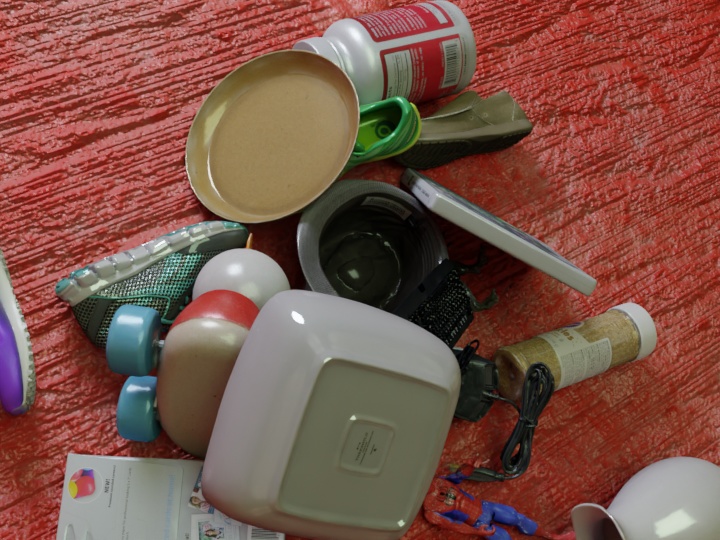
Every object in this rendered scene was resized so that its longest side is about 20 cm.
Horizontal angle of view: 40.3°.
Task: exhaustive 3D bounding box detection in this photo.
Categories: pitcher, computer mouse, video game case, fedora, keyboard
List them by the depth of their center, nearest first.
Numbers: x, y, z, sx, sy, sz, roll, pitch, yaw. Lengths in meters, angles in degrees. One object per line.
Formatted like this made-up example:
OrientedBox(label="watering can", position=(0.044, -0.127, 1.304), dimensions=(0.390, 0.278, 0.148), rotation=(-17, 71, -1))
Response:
OrientedBox(label="keyboard", position=(0.085, 0.058, 0.949), dimensions=(0.200, 0.039, 0.105), rotation=(-41, 114, -61))
OrientedBox(label="fedora", position=(0.000, 0.000, 1.034), dimensions=(0.177, 0.090, 0.200), rotation=(45, 51, -6))
OrientedBox(label="computer mouse", position=(0.098, 0.147, 1.050), dimensions=(0.199, 0.046, 0.141), rotation=(11, 96, -2))
OrientedBox(label="pitcher", position=(0.318, 0.299, 1.064), dimensions=(0.199, 0.121, 0.173), rotation=(-14, 117, -34))
OrientedBox(label="video game case", position=(0.146, -0.047, 1.079), dimensions=(0.199, 0.182, 0.023), rotation=(27, 99, -13))

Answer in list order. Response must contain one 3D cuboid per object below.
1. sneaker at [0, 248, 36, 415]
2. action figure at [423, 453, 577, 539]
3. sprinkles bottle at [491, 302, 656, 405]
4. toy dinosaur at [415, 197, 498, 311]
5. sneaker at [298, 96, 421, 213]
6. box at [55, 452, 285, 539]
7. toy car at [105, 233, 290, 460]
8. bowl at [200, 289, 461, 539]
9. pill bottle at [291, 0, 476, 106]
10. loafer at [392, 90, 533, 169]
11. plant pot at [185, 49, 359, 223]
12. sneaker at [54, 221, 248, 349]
OrientedBox(label="sneaker", position=(-0.357, 0.043, 0.879), dimensions=(0.099, 0.070, 0.201), rotation=(-17, 75, -21))
OrientedBox(label="action figure", position=(0.144, 0.252, 1.008), dimensions=(0.199, 0.099, 0.066), rotation=(27, 63, -10))
OrientedBox(label="sprinkles bottle", position=(0.246, 0.094, 1.123), dimensions=(0.199, 0.068, 0.069), rotation=(-16, 79, -28))
OrientedBox(label="toy dinosaur", position=(0.104, 0.015, 1.098), dimensions=(0.088, 0.047, 0.201), rotation=(-11, 79, 0))
OrientedBox(label="sneaker", position=(-0.028, -0.132, 1.052), dimensions=(0.199, 0.084, 0.074), rotation=(-32, 74, -3))
OrientedBox(label="box", position=(-0.165, 0.246, 0.864), dimensions=(0.199, 0.041, 0.157), rotation=(3, 70, -3))
OrientedBox(label="toy car", position=(-0.117, 0.058, 0.930), dimensions=(0.183, 0.178, 0.201), rotation=(8, 43, 3))
OrientedBox(label="bowl", position=(-0.010, 0.130, 0.798), dimensions=(0.199, 0.075, 0.201), rotation=(19, 91, -30))
OrientedBox(label="pill bottle", position=(0.025, -0.237, 1.119), dimensions=(0.199, 0.112, 0.113), rotation=(-19, 80, -28))
OrientedBox(label="loafer", position=(0.113, -0.170, 1.160), dimensions=(0.199, 0.076, 0.068), rotation=(-12, 73, -34))
OrientedBox(label="plant pot", position=(-0.089, -0.137, 1.020), dimensions=(0.199, 0.027, 0.201), rotation=(-9, 66, 20))
OrientedBox(label="sneaker", position=(-0.194, 0.014, 0.965), dimensions=(0.199, 0.077, 0.092), rotation=(-25, 99, -26))
